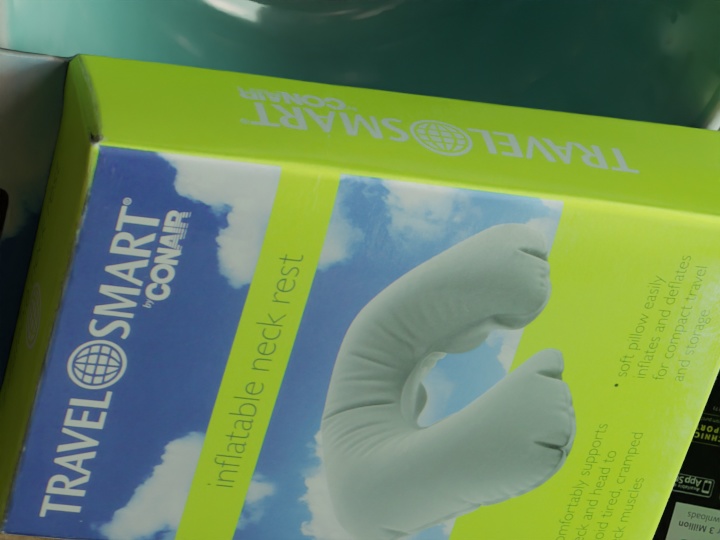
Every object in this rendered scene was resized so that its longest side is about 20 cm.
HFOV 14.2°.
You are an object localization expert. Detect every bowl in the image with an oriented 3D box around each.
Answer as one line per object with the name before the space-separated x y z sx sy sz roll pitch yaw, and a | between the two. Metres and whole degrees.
bowl | 0.000 -0.098 0.747 0.105 0.201 0.201 -107 176 -53

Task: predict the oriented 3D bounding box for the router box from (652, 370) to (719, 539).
router box | 0.130 0.134 0.915 0.200 0.051 0.149 50 54 -57

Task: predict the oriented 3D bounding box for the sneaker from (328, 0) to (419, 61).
sneaker | 0.000 0.000 0.862 0.093 0.070 0.200 2 100 -35

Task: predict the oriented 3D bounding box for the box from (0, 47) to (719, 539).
box | -0.009 0.014 0.730 0.200 0.048 0.122 6 122 -18
